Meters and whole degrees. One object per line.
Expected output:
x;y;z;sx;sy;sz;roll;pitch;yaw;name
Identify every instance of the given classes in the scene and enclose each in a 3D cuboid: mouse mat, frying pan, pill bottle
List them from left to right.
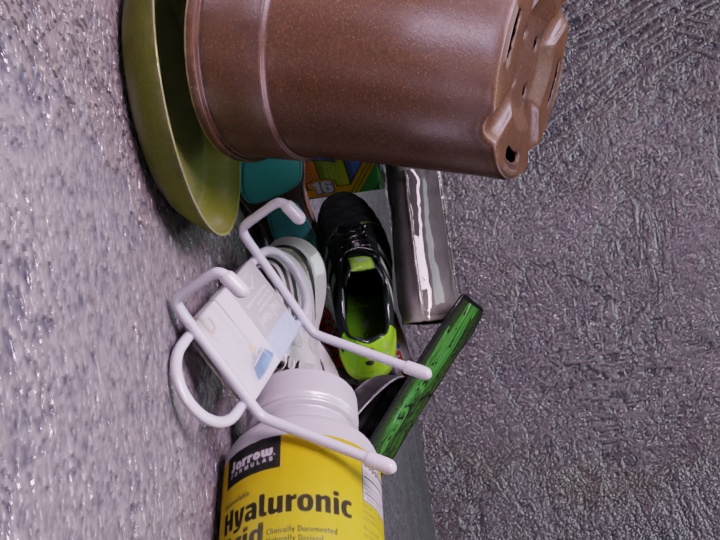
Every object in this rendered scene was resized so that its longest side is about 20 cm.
-0.039;0.169;0.682;0.200;0.111;0.111;-93;172;-45;pill bottle
-0.014;0.157;0.849;0.115;0.031;0.190;-33;153;-47;frying pan
0.048;0.112;0.891;0.200;0.008;0.161;-59;165;1;mouse mat

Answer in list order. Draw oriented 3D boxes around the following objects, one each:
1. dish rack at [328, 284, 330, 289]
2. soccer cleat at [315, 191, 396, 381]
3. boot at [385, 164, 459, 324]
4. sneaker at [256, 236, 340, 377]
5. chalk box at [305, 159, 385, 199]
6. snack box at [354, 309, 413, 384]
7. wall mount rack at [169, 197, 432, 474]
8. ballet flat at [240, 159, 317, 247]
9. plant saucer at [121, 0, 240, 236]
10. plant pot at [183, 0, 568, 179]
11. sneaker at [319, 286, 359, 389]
-0.014;0.043;1.104;0.153;0.054;0.200;117;-27;-48;dish rack
0.000;0.000;0.886;0.081;0.067;0.200;92;-10;-55;soccer cleat
0.061;-0.050;0.941;0.182;0.072;0.200;-8;81;-69;boot
-0.070;0.082;0.816;0.115;0.076;0.201;-40;126;-63;sneaker
-0.054;-0.172;0.963;0.200;0.124;0.125;70;14;-59;chalk box
-0.005;0.113;0.982;0.200;0.024;0.072;-52;-129;53;snack box
-0.039;0.050;0.690;0.174;0.075;0.200;54;29;-13;wall mount rack
-0.083;-0.082;0.905;0.200;0.068;0.067;83;-17;-56;ballet flat
-0.121;-0.120;0.683;0.200;0.031;0.200;-8;90;-85;plant saucer
0.023;-0.151;0.667;0.200;0.198;0.201;15;90;-69;plant pot
-0.028;0.087;0.921;0.108;0.067;0.202;17;-64;59;sneaker
